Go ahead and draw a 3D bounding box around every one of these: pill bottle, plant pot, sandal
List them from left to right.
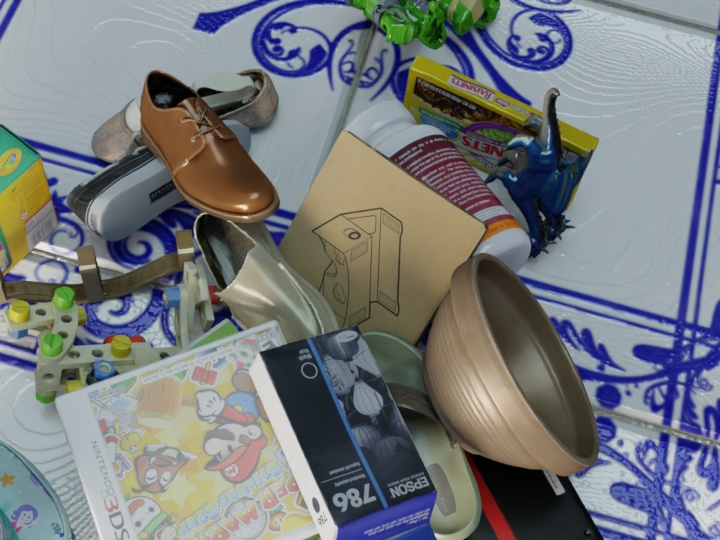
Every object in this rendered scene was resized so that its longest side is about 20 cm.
[{"bbox_3d":[0.045,0.135,1.028,0.079,0.057,0.202,-30,67,3],"label":"sandal"},{"bbox_3d":[0.064,-0.065,1.153,0.112,0.113,0.201,-29,68,-19],"label":"pill bottle"},{"bbox_3d":[0.117,0.095,1.030,0.092,0.200,0.202,-32,62,20],"label":"plant pot"}]

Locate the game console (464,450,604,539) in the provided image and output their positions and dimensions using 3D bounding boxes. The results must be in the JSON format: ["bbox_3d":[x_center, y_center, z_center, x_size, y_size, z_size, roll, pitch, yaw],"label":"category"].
[{"bbox_3d":[0.102,0.207,1.058,0.175,0.031,0.201,-20,65,-19],"label":"game console"}]

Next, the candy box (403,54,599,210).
[{"bbox_3d":[0.135,-0.138,1.207,0.199,0.103,0.027,27,62,10],"label":"candy box"}]

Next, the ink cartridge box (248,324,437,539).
[{"bbox_3d":[-0.007,0.146,0.964,0.099,0.039,0.201,-14,66,-30],"label":"ink cartridge box"}]

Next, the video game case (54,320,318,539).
[{"bbox_3d":[-0.127,0.152,0.975,0.198,0.023,0.183,-19,67,-16],"label":"video game case"}]

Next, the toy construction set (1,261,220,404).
[{"bbox_3d":[-0.217,0.063,1.075,0.198,0.093,0.132,-13,46,-14],"label":"toy construction set"}]

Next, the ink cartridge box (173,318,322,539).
[{"bbox_3d":[-0.108,0.165,1.028,0.147,0.076,0.200,-35,71,-22],"label":"ink cartridge box"}]

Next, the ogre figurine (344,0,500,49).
[{"bbox_3d":[0.057,-0.290,1.286,0.119,0.099,0.200,32,54,24],"label":"ogre figurine"}]

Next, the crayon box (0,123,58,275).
[{"bbox_3d":[-0.370,-0.024,1.086,0.058,0.119,0.200,35,63,14],"label":"crayon box"}]

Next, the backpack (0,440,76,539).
[{"bbox_3d":[-0.328,0.229,0.940,0.199,0.151,0.177,-37,69,-27],"label":"backpack"}]

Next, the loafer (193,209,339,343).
[{"bbox_3d":[-0.092,0.019,1.077,0.076,0.068,0.201,-47,67,21],"label":"loafer"}]

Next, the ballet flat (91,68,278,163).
[{"bbox_3d":[-0.179,-0.166,1.213,0.198,0.067,0.069,-19,64,-15],"label":"ballet flat"}]

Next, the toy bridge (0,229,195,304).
[{"bbox_3d":[-0.251,0.005,1.111,0.198,0.067,0.027,-11,62,-10],"label":"toy bridge"}]

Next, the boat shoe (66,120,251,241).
[{"bbox_3d":[-0.196,-0.099,1.173,0.068,0.074,0.199,33,56,30],"label":"boat shoe"}]

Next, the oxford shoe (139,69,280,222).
[{"bbox_3d":[-0.145,-0.114,1.087,0.071,0.072,0.200,-30,55,-27],"label":"oxford shoe"}]

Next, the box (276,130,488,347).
[{"bbox_3d":[0.000,0.000,1.094,0.163,0.021,0.201,35,104,15],"label":"box"}]

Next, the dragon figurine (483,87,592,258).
[{"bbox_3d":[0.182,-0.094,1.136,0.099,0.201,0.059,35,49,6],"label":"dragon figurine"}]
